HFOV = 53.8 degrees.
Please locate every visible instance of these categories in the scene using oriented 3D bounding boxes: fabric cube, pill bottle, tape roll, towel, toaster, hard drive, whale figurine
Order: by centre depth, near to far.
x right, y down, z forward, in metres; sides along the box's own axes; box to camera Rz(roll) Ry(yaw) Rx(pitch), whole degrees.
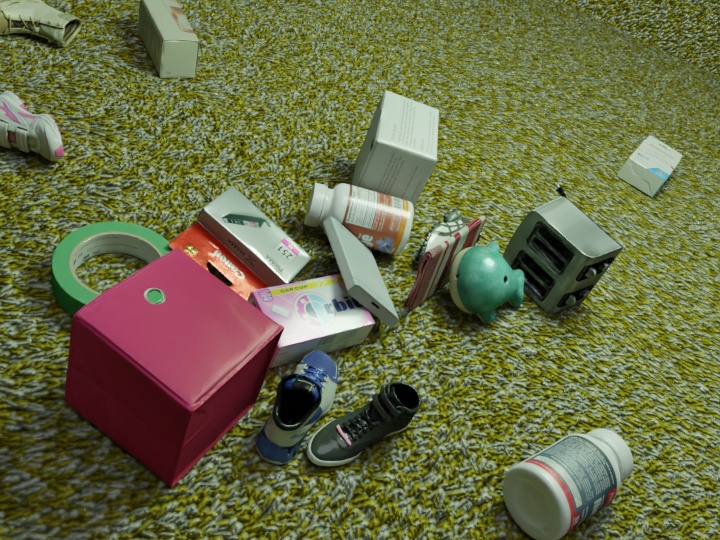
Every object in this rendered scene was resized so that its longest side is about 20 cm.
[{"bbox_3d":[-0.258,0.130,0.980,0.199,0.200,0.196,35,42,12],"label":"fabric cube"},{"bbox_3d":[0.329,0.323,1.102,0.200,0.120,0.120,-16,55,-35],"label":"pill bottle"},{"bbox_3d":[-0.397,0.004,1.162,0.200,0.048,0.201,13,42,-12],"label":"tape roll"},{"bbox_3d":[0.000,0.000,1.286,0.132,0.027,0.200,41,18,-38],"label":"hard drive"},{"bbox_3d":[0.164,-0.020,1.361,0.023,0.144,0.200,37,44,20],"label":"towel"},{"bbox_3d":[0.263,0.023,1.368,0.200,0.104,0.160,12,81,-39],"label":"whale figurine"},{"bbox_3d":[-0.005,-0.106,1.401,0.199,0.112,0.112,14,43,-9],"label":"pill bottle"},{"bbox_3d":[0.404,-0.038,1.459,0.119,0.181,0.200,-21,59,-36],"label":"toaster"}]

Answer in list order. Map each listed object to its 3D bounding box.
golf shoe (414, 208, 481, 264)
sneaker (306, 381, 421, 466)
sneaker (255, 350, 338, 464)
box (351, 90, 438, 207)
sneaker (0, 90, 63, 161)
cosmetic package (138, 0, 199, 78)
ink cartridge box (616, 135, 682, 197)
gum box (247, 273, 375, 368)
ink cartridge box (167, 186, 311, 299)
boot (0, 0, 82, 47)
[{"bbox_3d":[0.186,-0.058,1.462,0.094,0.078,0.200,35,44,12],"label":"golf shoe"},{"bbox_3d":[0.010,0.225,1.077,0.200,0.099,0.071,-17,57,-34],"label":"sneaker"},{"bbox_3d":[-0.080,0.186,1.065,0.080,0.115,0.200,28,42,4],"label":"sneaker"},{"bbox_3d":[0.068,-0.231,1.495,0.130,0.200,0.199,18,42,-8],"label":"box"},{"bbox_3d":[-0.629,-0.254,1.307,0.200,0.081,0.088,30,43,20],"label":"sneaker"},{"bbox_3d":[-0.452,-0.549,1.665,0.087,0.103,0.200,-9,52,-29],"label":"cosmetic package"},{"bbox_3d":[0.811,-0.293,1.984,0.115,0.068,0.200,37,44,15],"label":"ink cartridge box"},{"bbox_3d":[-0.082,0.080,1.200,0.200,0.066,0.114,-11,58,-34],"label":"gum box"},{"bbox_3d":[-0.208,-0.035,1.251,0.200,0.044,0.174,42,42,-3],"label":"ink cartridge box"},{"bbox_3d":[-0.727,-0.538,1.557,0.154,0.072,0.200,26,41,0],"label":"boot"}]
